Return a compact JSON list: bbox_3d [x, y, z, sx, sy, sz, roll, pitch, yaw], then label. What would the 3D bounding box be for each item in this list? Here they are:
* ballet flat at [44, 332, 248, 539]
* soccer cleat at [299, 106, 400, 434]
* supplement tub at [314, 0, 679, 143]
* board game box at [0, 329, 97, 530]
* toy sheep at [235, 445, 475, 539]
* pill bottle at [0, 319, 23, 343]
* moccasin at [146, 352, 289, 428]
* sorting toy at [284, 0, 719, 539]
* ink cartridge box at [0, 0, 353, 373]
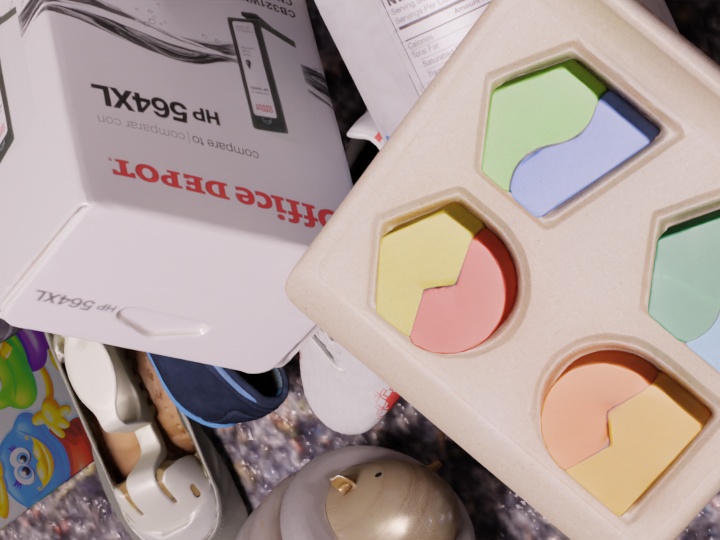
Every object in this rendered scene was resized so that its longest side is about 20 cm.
[{"bbox_3d":[-0.116,0.087,1.181,0.067,0.064,0.200,-20,100,13],"label":"ballet flat"},{"bbox_3d":[0.000,0.000,1.055,0.069,0.085,0.200,30,125,18],"label":"soccer cleat"},{"bbox_3d":[0.067,-0.082,0.942,0.132,0.132,0.200,-21,99,38],"label":"supplement tub"},{"bbox_3d":[-0.232,0.098,1.182,0.105,0.200,0.103,-23,98,39],"label":"board game box"},{"bbox_3d":[-0.004,0.161,1.110,0.138,0.138,0.200,40,133,10],"label":"toy sheep"},{"bbox_3d":[-0.215,-0.006,1.050,0.200,0.106,0.106,-18,102,33],"label":"pill bottle"},{"bbox_3d":[-0.090,-0.017,1.118,0.068,0.080,0.200,-7,122,50],"label":"moccasin"},{"bbox_3d":[0.085,0.003,0.870,0.185,0.036,0.200,40,121,5],"label":"sorting toy"},{"bbox_3d":[-0.090,-0.069,0.985,0.084,0.146,0.200,-46,46,37],"label":"ink cartridge box"}]
